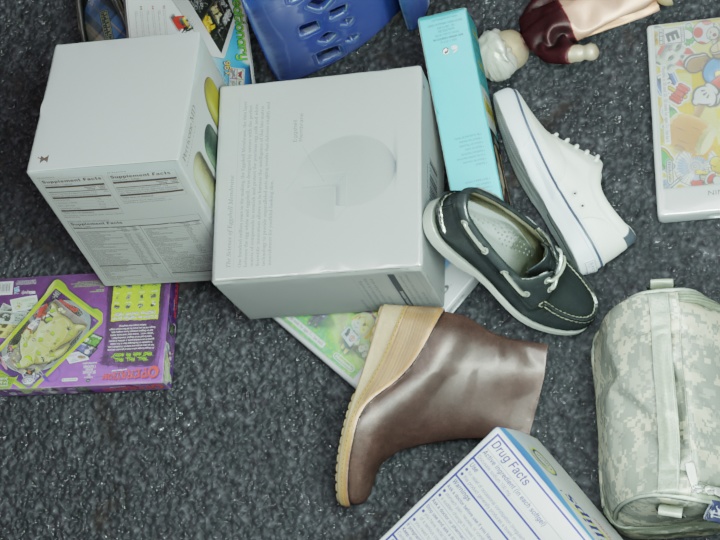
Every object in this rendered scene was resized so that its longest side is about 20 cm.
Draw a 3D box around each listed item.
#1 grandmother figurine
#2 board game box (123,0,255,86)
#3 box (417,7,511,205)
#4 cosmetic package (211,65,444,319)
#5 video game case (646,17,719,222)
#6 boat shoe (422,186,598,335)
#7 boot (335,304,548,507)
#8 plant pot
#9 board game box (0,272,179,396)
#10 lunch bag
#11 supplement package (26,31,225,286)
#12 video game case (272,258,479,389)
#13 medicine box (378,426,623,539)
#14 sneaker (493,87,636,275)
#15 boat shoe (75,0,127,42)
[{"bbox_3d":[0.203,-0.243,1.607,0.199,0.061,0.122,-24,39,9],"label":"grandmother figurine"},{"bbox_3d":[-0.180,-0.247,1.701,0.125,0.035,0.201,-3,68,-12],"label":"board game box"},{"bbox_3d":[0.101,-0.141,1.557,0.049,0.082,0.201,-12,82,10],"label":"box"},{"bbox_3d":[-0.027,-0.070,1.546,0.199,0.123,0.201,-3,70,13],"label":"cosmetic package"},{"bbox_3d":[0.366,-0.148,1.542,0.181,0.023,0.201,-5,69,14],"label":"video game case"},{"bbox_3d":[0.147,-0.006,1.469,0.060,0.199,0.076,-25,43,52],"label":"boat shoe"},{"bbox_3d":[0.073,0.139,1.497,0.165,0.072,0.201,16,91,6],"label":"boot"},{"bbox_3d":[-0.037,-0.332,1.632,0.179,0.200,0.201,-16,66,3],"label":"plant pot"},{"bbox_3d":[-0.281,0.063,1.647,0.199,0.032,0.121,-3,66,16],"label":"board game box"},{"bbox_3d":[0.265,0.125,1.392,0.138,0.168,0.201,-5,70,14],"label":"lunch bag"},{"bbox_3d":[-0.202,-0.103,1.575,0.150,0.200,0.153,-3,58,14],"label":"supplement package"},{"bbox_3d":[0.000,0.000,1.592,0.200,0.022,0.182,39,84,24],"label":"video game case"},{"bbox_3d":[0.120,0.269,1.398,0.200,0.103,0.182,-44,65,10],"label":"medicine box"},{"bbox_3d":[0.192,-0.092,1.552,0.070,0.073,0.201,-26,75,-4],"label":"sneaker"},{"bbox_3d":[-0.259,-0.224,1.722,0.069,0.066,0.201,-18,67,9],"label":"boat shoe"}]
